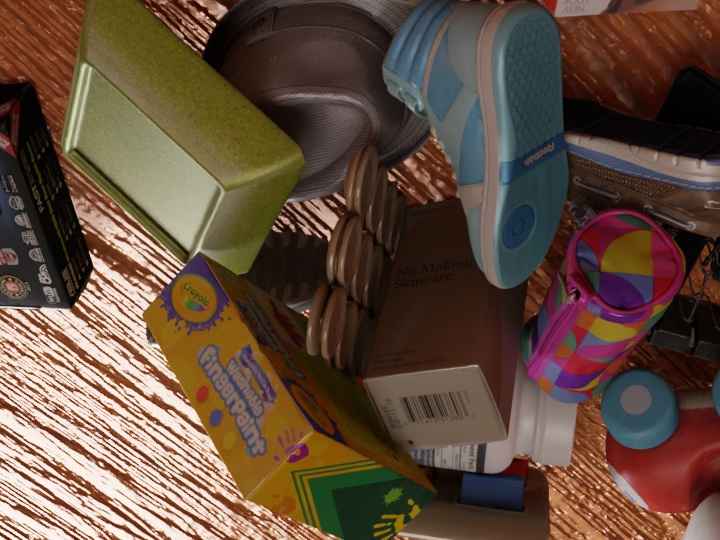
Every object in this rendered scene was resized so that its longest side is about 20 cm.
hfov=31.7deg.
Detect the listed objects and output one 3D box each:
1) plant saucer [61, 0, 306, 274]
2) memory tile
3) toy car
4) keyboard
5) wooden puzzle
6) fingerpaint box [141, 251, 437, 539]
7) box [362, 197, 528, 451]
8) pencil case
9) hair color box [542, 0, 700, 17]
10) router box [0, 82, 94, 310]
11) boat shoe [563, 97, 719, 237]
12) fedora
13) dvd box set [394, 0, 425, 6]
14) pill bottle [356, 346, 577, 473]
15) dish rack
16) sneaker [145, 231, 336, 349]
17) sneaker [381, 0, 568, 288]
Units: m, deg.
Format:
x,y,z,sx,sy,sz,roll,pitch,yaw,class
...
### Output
x,y,z,sx,sy,sz,roll,pitch,yaw,class
-0.149,-0.089,0.940,0.200,0.048,0.200,42,150,3,plant saucer
0.000,0.000,0.941,0.017,0.156,0.200,11,172,11,memory tile
0.288,0.200,1.023,0.174,0.203,0.185,-9,149,20,toy car
0.240,-0.043,0.916,0.104,0.039,0.202,42,136,26,keyboard
0.078,0.188,1.122,0.182,0.200,0.047,7,97,8,wooden puzzle
-0.055,0.100,0.950,0.073,0.201,0.166,-45,139,8,fingerpaint box
0.071,0.035,0.970,0.093,0.201,0.078,-10,127,20,box
0.167,0.029,0.914,0.087,0.090,0.201,12,156,3,pencil case
0.175,-0.258,0.764,0.109,0.064,0.202,-7,135,-18,hair color box
-0.328,-0.060,1.078,0.147,0.063,0.202,1,130,14,router box
0.171,-0.070,0.894,0.198,0.072,0.074,23,125,41,boat shoe
-0.036,-0.118,0.940,0.197,0.091,0.178,-11,126,22,fedora
-0.041,-0.247,0.833,0.197,0.030,0.147,15,157,4,dvd box set
0.084,0.109,1.083,0.196,0.120,0.121,6,131,7,pill bottle
0.284,-0.013,0.979,0.151,0.055,0.202,14,129,1,dish rack
-0.090,0.026,1.103,0.198,0.076,0.082,-19,146,28,sneaker
0.074,-0.095,0.876,0.130,0.079,0.203,25,126,42,sneaker
